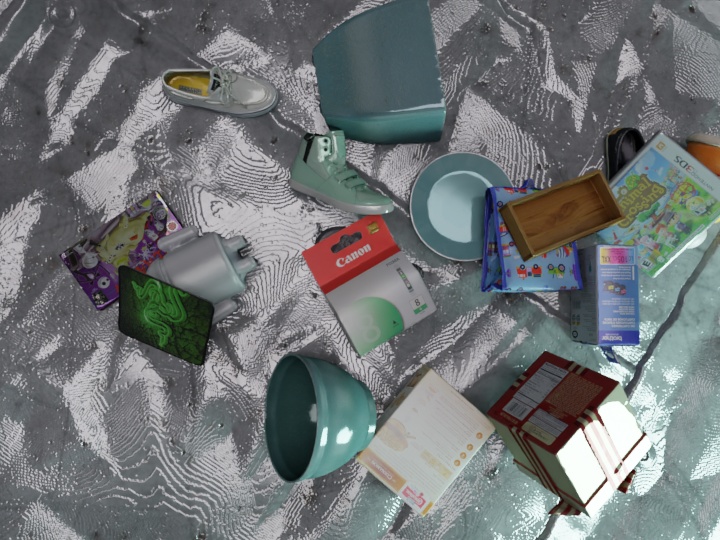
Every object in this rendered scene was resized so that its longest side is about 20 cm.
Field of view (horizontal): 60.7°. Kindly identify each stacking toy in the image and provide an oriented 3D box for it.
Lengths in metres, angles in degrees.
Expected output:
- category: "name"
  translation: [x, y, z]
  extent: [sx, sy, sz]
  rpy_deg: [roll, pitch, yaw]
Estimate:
- category: "stacking toy"
  translation: [0.627, -0.136, 1.114]
  extent: [0.146, 0.146, 0.200]
  rpy_deg: [20, 103, -3]

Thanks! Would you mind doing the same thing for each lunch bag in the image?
- category: "lunch bag"
  translation: [0.296, -0.063, 1.079]
  extent: [0.150, 0.094, 0.201]
  rpy_deg: [1, 86, -13]

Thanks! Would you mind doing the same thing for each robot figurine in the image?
- category: "robot figurine"
  translation: [-0.274, 0.010, 1.035]
  extent: [0.200, 0.113, 0.170]
  rpy_deg: [-26, 90, -5]

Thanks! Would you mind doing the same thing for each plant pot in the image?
- category: "plant pot"
  translation: [0.028, -0.320, 1.041]
  extent: [0.199, 0.196, 0.196]
  rpy_deg: [-8, 88, 4]
- category: "plant pot"
  translation: [-0.059, 0.241, 1.013]
  extent: [0.134, 0.200, 0.201]
  rpy_deg: [7, 86, -30]

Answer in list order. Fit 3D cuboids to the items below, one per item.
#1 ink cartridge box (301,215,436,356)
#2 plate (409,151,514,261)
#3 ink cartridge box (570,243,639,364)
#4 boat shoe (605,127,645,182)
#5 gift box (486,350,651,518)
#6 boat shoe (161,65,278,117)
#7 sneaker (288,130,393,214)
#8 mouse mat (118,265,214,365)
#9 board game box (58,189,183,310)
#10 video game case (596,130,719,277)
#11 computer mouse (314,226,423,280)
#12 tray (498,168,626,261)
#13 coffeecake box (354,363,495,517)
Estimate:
- category: "ink cartridge box"
  translation: [0.017, 0.020, 1.044]
  extent: [0.161, 0.050, 0.200]
  rpy_deg: [-30, 101, -13]
- category: "plate"
  translation: [0.186, -0.116, 1.118]
  extent: [0.200, 0.026, 0.201]
  rpy_deg: [0, 87, -3]
- category: "ink cartridge box"
  translation: [0.421, 0.060, 1.069]
  extent: [0.076, 0.136, 0.201]
  rpy_deg: [2, 87, 1]
- category: "boat shoe"
  translation: [0.493, -0.166, 1.123]
  extent: [0.074, 0.062, 0.201]
  rpy_deg: [-7, 90, -5]
- category: "gift box"
  translation: [0.329, 0.276, 1.010]
  extent: [0.200, 0.184, 0.187]
  rpy_deg: [-40, 117, -10]
- category: "boat shoe"
  translation: [-0.246, -0.320, 1.067]
  extent: [0.201, 0.086, 0.075]
  rpy_deg: [9, 86, -3]
- category: "sneaker"
  translation: [-0.027, -0.170, 1.040]
  extent: [0.200, 0.074, 0.118]
  rpy_deg: [22, 112, 19]
- category: "mouse mat"
  translation: [-0.321, 0.080, 1.005]
  extent: [0.161, 0.200, 0.008]
  rpy_deg: [23, 47, -2]
- category: "board game box"
  translation: [-0.404, -0.035, 1.073]
  extent: [0.200, 0.032, 0.120]
  rpy_deg: [-36, 94, -5]
- category: "video game case"
  translation: [0.522, -0.112, 1.086]
  extent: [0.182, 0.022, 0.200]
  rpy_deg: [38, 116, -2]
- category: "computer mouse"
  translation: [0.000, 0.000, 1.090]
  extent: [0.200, 0.053, 0.139]
  rpy_deg: [37, 83, -14]
- category: "tray"
  translation: [0.344, -0.095, 1.047]
  extent: [0.200, 0.037, 0.099]
  rpy_deg: [-20, 79, -19]
- category: "coffeecake box"
  translation: [0.109, 0.291, 1.067]
  extent: [0.153, 0.073, 0.200]
  rpy_deg: [41, 85, -2]
